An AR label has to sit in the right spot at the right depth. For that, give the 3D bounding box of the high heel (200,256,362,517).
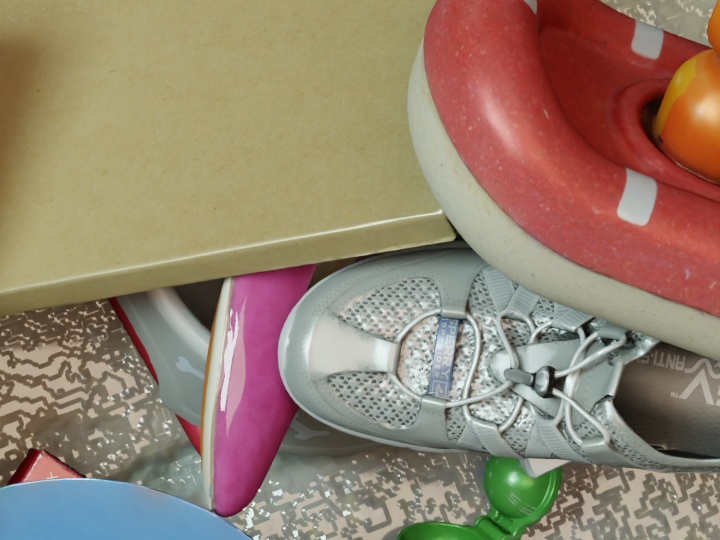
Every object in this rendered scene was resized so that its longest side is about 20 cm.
[{"bbox_3d":[0.000,0.000,1.006,0.096,0.067,0.200,13,65,-3],"label":"high heel"}]

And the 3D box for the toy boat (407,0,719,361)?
[{"bbox_3d":[0.118,-0.054,0.894,0.200,0.131,0.131,19,125,-7],"label":"toy boat"}]

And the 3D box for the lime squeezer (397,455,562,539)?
[{"bbox_3d":[0.043,0.081,1.087,0.200,0.038,0.071,-35,110,-14],"label":"lime squeezer"}]

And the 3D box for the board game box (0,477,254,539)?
[{"bbox_3d":[-0.092,0.167,1.008,0.158,0.039,0.201,12,104,4],"label":"board game box"}]

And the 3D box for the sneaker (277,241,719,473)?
[{"bbox_3d":[0.071,0.029,0.941,0.199,0.082,0.075,3,91,1],"label":"sneaker"}]

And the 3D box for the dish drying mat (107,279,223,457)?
[{"bbox_3d":[-0.079,-0.029,1.094,0.077,0.018,0.200,-30,90,-15],"label":"dish drying mat"}]

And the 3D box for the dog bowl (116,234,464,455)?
[{"bbox_3d":[-0.014,-0.030,1.071,0.199,0.059,0.201,2,81,-15],"label":"dog bowl"}]

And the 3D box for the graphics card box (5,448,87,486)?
[{"bbox_3d":[-0.077,0.173,1.061,0.200,0.051,0.126,35,81,-5],"label":"graphics card box"}]

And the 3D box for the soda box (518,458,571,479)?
[{"bbox_3d":[0.137,0.005,1.013,0.200,0.063,0.068,-26,88,2],"label":"soda box"}]

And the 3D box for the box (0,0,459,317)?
[{"bbox_3d":[-0.057,-0.066,0.998,0.199,0.021,0.164,-9,56,19],"label":"box"}]
